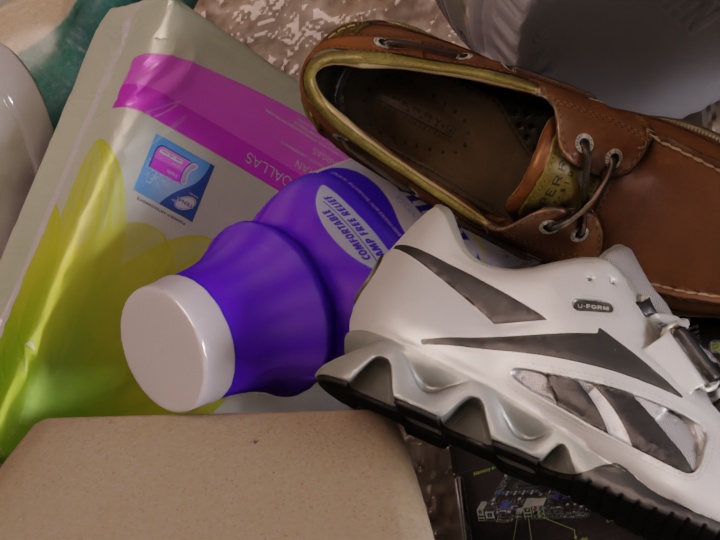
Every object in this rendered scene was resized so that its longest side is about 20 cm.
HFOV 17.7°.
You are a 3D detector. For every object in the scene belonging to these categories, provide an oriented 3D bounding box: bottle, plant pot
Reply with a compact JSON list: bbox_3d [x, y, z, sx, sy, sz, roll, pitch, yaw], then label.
[{"bbox_3d":[0.000,0.000,0.874,0.084,0.200,0.065,49,135,22],"label":"bottle"},{"bbox_3d":[-0.051,0.159,0.809,0.199,0.200,0.177,-2,46,6],"label":"plant pot"}]

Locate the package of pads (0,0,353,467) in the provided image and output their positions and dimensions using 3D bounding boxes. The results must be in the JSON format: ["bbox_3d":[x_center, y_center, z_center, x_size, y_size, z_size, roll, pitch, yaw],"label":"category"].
[{"bbox_3d":[-0.065,0.014,0.929,0.068,0.154,0.200,-1,63,55],"label":"package of pads"}]

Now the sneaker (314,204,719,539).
[{"bbox_3d":[0.093,0.039,0.775,0.200,0.074,0.089,25,78,5],"label":"sneaker"}]

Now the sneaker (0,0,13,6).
[{"bbox_3d":[-0.112,-0.170,1.107,0.200,0.076,0.092,-48,59,11],"label":"sneaker"}]

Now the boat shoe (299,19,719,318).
[{"bbox_3d":[0.069,-0.030,0.825,0.199,0.068,0.072,20,99,10],"label":"boat shoe"}]

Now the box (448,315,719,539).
[{"bbox_3d":[0.134,0.101,0.835,0.200,0.048,0.194,-21,55,22],"label":"box"}]

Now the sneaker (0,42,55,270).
[{"bbox_3d":[-0.150,0.009,0.957,0.073,0.200,0.085,7,37,48],"label":"sneaker"}]

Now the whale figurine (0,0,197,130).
[{"bbox_3d":[-0.149,-0.059,1.026,0.200,0.159,0.104,-36,77,22],"label":"whale figurine"}]

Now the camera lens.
[{"bbox_3d":[0.082,-0.173,0.927,0.160,0.160,0.200,-37,53,10],"label":"camera lens"}]
